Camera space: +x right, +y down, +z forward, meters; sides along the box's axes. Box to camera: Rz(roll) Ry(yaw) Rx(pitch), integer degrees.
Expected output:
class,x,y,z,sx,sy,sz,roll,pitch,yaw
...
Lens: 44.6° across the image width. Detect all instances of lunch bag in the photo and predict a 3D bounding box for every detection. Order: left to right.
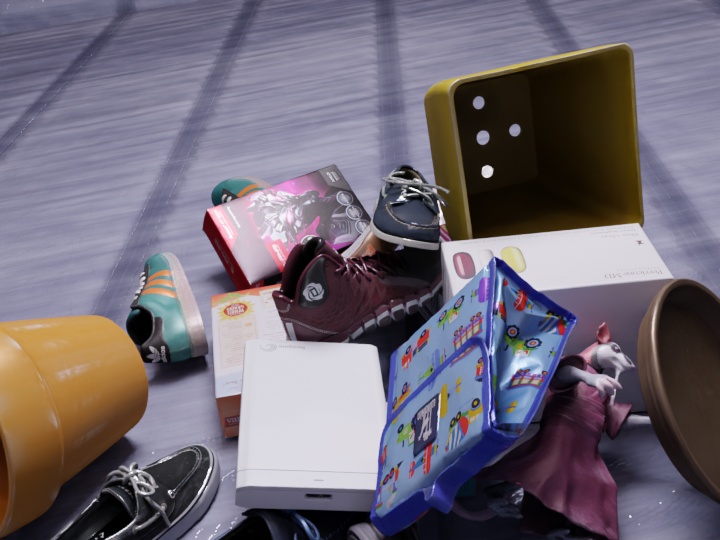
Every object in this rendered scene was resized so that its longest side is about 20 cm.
class,x,y,z,sx,sy,sz,roll,pitch,yaw
lunch bag,0.080,0.112,0.684,0.094,0.151,0.200,36,37,-9

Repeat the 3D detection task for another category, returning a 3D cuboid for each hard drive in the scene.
class,x,y,z,sx,sy,sz,roll,pitch,yaw
hard drive,-0.041,0.131,0.783,0.132,0.027,0.200,3,30,-7

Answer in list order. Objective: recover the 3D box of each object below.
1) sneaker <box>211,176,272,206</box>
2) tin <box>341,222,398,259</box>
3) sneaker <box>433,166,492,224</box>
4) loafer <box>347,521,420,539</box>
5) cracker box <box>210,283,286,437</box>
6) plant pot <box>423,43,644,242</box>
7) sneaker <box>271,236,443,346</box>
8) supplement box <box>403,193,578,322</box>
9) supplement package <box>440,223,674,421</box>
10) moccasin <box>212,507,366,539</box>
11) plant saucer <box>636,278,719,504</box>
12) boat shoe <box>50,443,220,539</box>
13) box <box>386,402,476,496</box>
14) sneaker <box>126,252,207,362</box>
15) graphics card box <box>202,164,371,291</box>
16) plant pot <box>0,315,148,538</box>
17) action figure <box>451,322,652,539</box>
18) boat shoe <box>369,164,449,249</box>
class,x,y,z,sx,sy,sz,roll,pitch,yaw
sneaker,-0.152,-0.082,1.247,0.200,0.071,0.080,19,35,35
tin,0.002,-0.018,1.039,0.112,0.042,0.200,-51,4,5
sneaker,0.169,-0.094,1.217,0.200,0.075,0.088,-26,48,-20
loafer,0.056,0.249,0.645,0.063,0.072,0.200,-13,29,-22
cracker box,-0.091,0.089,0.958,0.134,0.058,0.200,-9,30,-6
plant pot,0.168,-0.135,0.960,0.200,0.200,0.176,-15,20,-12
sneaker,0.000,0.000,0.882,0.200,0.116,0.076,-33,34,-14
supplement box,0.166,0.003,1.004,0.200,0.103,0.131,-16,31,-13
supplement package,0.186,0.054,0.860,0.200,0.156,0.111,-6,31,1
moccasin,-0.070,0.225,0.709,0.080,0.068,0.200,21,38,39
plant saucer,0.295,0.105,0.747,0.029,0.200,0.200,-26,12,43
boat shoe,-0.200,0.207,0.768,0.074,0.068,0.199,17,38,34
box,0.006,0.165,0.814,0.200,0.049,0.082,-3,30,7
sneaker,-0.243,0.041,1.043,0.080,0.071,0.200,-13,32,-18
graphics card box,-0.090,-0.052,1.151,0.200,0.051,0.126,-22,67,-26
plant pot,-0.312,0.127,0.832,0.200,0.200,0.183,14,20,32
action figure,0.181,0.137,0.754,0.149,0.134,0.200,-12,43,45
boat shoe,0.053,-0.069,0.920,0.075,0.062,0.200,17,15,-2
